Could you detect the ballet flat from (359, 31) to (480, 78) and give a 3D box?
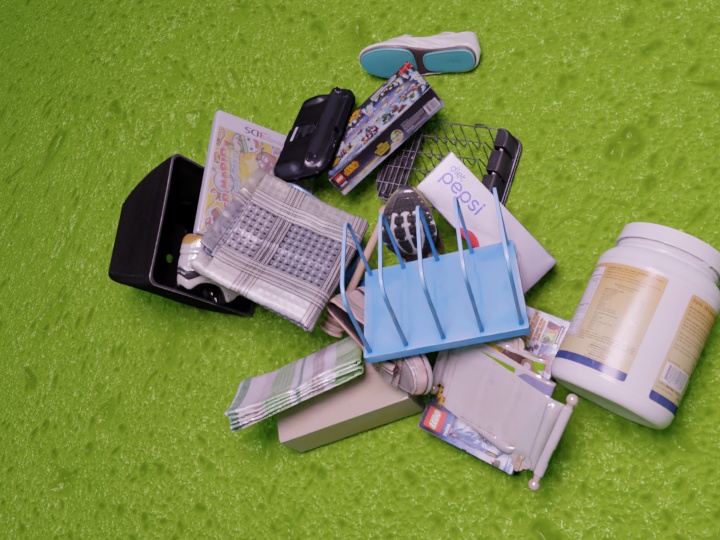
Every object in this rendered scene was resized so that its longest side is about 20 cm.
[{"bbox_3d":[0.097,-0.348,1.092,0.197,0.069,0.071,4,74,22],"label":"ballet flat"}]

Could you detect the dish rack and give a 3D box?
[{"bbox_3d":[0.123,-0.148,1.011,0.198,0.054,0.156,14,78,30],"label":"dish rack"}]

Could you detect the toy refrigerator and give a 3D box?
[{"bbox_3d":[-0.016,0.183,0.955,0.198,0.070,0.077,-23,57,16],"label":"toy refrigerator"}]

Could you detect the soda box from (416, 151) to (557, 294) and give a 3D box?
[{"bbox_3d":[0.166,-0.061,0.906,0.068,0.063,0.200,-43,86,10],"label":"soda box"}]

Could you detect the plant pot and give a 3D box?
[{"bbox_3d":[-0.290,-0.041,1.097,0.175,0.199,0.203,-7,69,37],"label":"plant pot"}]

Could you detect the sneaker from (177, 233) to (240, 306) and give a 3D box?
[{"bbox_3d":[-0.189,0.014,1.028,0.075,0.198,0.089,6,79,50],"label":"sneaker"}]

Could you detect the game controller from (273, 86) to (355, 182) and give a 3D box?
[{"bbox_3d":[-0.072,-0.214,1.077,0.103,0.042,0.202,-15,42,34],"label":"game controller"}]

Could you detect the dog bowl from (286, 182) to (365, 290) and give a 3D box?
[{"bbox_3d":[-0.078,-0.055,1.023,0.199,0.050,0.112,33,72,3],"label":"dog bowl"}]

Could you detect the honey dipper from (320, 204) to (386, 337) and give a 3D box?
[{"bbox_3d":[0.000,0.000,0.977,0.038,0.038,0.202,33,103,30],"label":"honey dipper"}]

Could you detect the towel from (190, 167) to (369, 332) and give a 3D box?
[{"bbox_3d":[-0.110,-0.038,0.946,0.198,0.035,0.194,25,64,9],"label":"towel"}]

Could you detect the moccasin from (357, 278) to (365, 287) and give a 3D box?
[{"bbox_3d":[0.061,0.061,0.951,0.199,0.067,0.082,22,98,54],"label":"moccasin"}]

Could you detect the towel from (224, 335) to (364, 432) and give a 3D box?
[{"bbox_3d":[-0.087,0.144,0.949,0.198,0.149,0.031,-25,102,5],"label":"towel"}]

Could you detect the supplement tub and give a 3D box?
[{"bbox_3d":[0.323,0.062,0.790,0.143,0.144,0.202,24,83,30],"label":"supplement tub"}]

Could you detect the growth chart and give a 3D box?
[{"bbox_3d":[0.163,0.140,0.814,0.199,0.018,0.146,39,115,35],"label":"growth chart"}]

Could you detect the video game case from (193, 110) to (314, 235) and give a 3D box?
[{"bbox_3d":[-0.158,-0.129,1.074,0.023,0.180,0.203,-19,61,56],"label":"video game case"}]

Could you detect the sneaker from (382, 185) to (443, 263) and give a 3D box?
[{"bbox_3d":[0.075,-0.059,0.929,0.076,0.201,0.090,-2,57,13],"label":"sneaker"}]

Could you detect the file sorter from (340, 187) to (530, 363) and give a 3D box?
[{"bbox_3d":[0.083,0.001,0.805,0.197,0.123,0.140,-12,45,14],"label":"file sorter"}]

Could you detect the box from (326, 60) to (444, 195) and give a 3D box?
[{"bbox_3d":[0.025,-0.221,1.046,0.199,0.040,0.138,-41,30,13],"label":"box"}]

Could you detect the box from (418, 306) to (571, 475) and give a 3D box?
[{"bbox_3d":[0.176,0.139,0.884,0.136,0.040,0.202,21,83,30],"label":"box"}]

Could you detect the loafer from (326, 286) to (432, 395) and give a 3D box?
[{"bbox_3d":[0.019,0.094,0.884,0.200,0.062,0.073,50,139,47],"label":"loafer"}]
